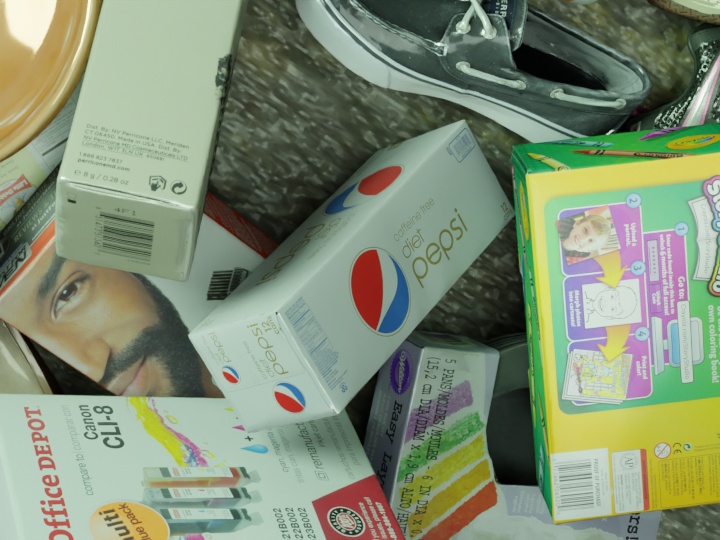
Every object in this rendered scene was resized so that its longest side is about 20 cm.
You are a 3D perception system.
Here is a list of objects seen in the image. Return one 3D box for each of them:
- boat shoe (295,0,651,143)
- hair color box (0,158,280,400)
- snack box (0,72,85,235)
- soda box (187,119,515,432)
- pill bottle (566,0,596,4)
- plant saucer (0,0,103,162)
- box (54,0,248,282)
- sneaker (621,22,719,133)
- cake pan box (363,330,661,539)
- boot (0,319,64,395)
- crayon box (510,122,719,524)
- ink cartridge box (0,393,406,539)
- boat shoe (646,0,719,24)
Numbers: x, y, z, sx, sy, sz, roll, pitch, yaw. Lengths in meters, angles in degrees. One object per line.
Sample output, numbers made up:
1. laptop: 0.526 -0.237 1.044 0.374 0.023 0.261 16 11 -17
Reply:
1. boat shoe: 0.064 -0.124 1.107 0.200 0.072 0.068 25 142 -18
2. hair color box: -0.095 0.020 1.114 0.200 0.064 0.111 37 99 -30
3. snack box: -0.206 -0.053 1.109 0.200 0.037 0.116 -33 110 0
4. soda box: 0.000 0.000 1.082 0.068 0.200 0.064 -16 111 41
5. pill bottle: 0.046 -0.216 1.067 0.200 0.113 0.113 15 103 -13
6. plant saucer: -0.217 -0.143 1.043 0.200 0.037 0.200 0 91 18
7. box: -0.096 -0.102 1.014 0.068 0.082 0.200 12 63 -3
8. sneaker: 0.179 -0.053 1.169 0.086 0.080 0.200 34 106 12
9. cake pan box: 0.086 0.132 1.181 0.184 0.052 0.200 8 99 -29
10. boot: -0.217 0.121 1.135 0.146 0.070 0.200 -27 116 -4
11. crayon box: 0.150 0.029 1.105 0.119 0.058 0.200 -6 106 -3
12. ink cartridge box: -0.098 0.161 1.068 0.200 0.145 0.145 2 122 -21
13. boat shoe: 0.251 -0.172 1.140 0.202 0.075 0.075 0 107 -22
